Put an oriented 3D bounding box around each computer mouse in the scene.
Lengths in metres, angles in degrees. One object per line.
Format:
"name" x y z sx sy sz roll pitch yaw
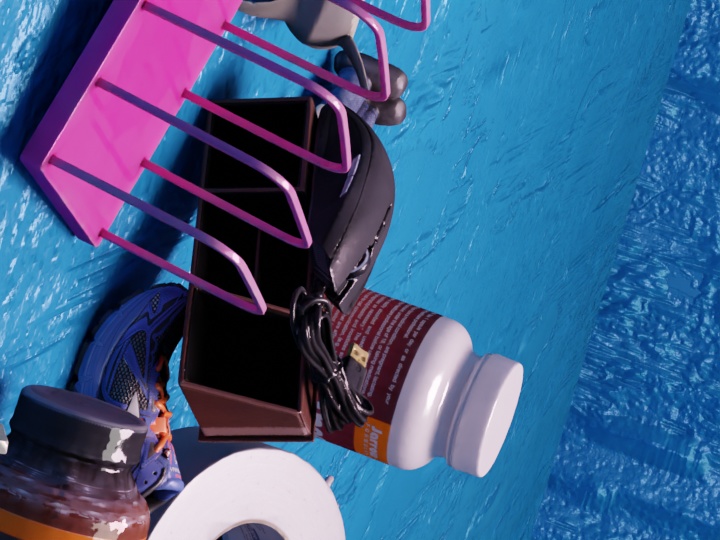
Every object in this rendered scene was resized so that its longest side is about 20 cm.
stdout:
"computer mouse" 0.000 0.000 1.250 0.140 0.046 0.200 75 16 -46

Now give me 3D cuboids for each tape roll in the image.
"tape roll" -0.100 0.205 1.325 0.200 0.066 0.200 -13 108 -45

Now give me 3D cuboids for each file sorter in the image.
"file sorter" -0.061 -0.095 1.072 0.200 0.125 0.139 -61 169 -12

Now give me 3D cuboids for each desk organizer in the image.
"desk organizer" -0.062 -0.002 1.236 0.077 0.072 0.200 74 17 -60

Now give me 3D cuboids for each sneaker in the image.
"sneaker" -0.134 0.103 1.204 0.075 0.078 0.200 55 53 -74

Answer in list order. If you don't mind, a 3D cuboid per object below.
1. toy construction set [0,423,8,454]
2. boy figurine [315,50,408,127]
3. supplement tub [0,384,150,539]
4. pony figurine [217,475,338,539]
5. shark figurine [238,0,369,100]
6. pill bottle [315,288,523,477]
"toy construction set" -0.220 0.126 0.921 0.200 0.092 0.131 -64 168 17
"boy figurine" -0.030 -0.063 1.417 0.124 0.064 0.200 93 18 -54
"supplement tub" -0.176 0.165 1.081 0.107 0.107 0.200 6 102 -75
"pony figurine" -0.082 0.238 1.485 0.200 0.166 0.193 19 83 -60
"shark figurine" -0.034 -0.186 1.230 0.215 0.089 0.128 102 -19 -56
"pill bottle" 0.007 0.073 1.445 0.113 0.200 0.113 19 90 -75
